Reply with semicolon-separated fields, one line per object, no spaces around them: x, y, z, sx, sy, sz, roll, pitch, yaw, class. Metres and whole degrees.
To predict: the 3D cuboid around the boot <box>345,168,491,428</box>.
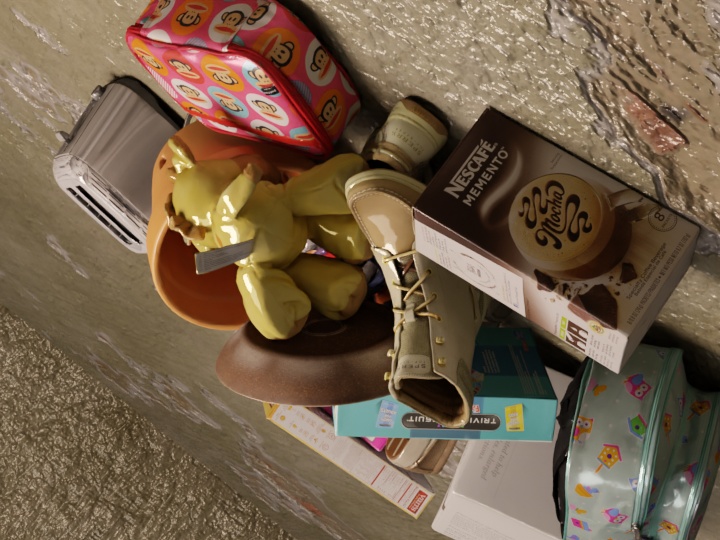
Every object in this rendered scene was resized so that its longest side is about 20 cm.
0.045;0.024;1.360;0.072;0.155;0.200;-15;134;29;boot

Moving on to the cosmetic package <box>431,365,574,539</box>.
0.187;0.212;1.673;0.164;0.166;0.200;23;160;5;cosmetic package

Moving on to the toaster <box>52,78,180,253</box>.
-0.248;-0.108;1.803;0.200;0.129;0.113;44;162;-21;toaster

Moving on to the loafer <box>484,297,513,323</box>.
0.117;-0.010;1.464;0.063;0.072;0.200;17;151;30;loafer

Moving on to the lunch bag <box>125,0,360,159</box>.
-0.100;-0.175;1.451;0.199;0.082;0.176;18;159;40;lunch bag

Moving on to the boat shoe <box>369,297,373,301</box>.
0.073;0.060;1.716;0.200;0.066;0.070;39;162;-4;boat shoe

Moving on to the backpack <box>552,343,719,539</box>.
0.250;0.159;1.461;0.152;0.177;0.200;10;151;22;backpack

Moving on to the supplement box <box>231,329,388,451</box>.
-0.023;0.091;1.729;0.200;0.104;0.101;38;-173;4;supplement box

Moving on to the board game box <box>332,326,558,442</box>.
0.072;0.103;1.501;0.198;0.047;0.151;2;-157;-5;board game box

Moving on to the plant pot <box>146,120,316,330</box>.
-0.125;-0.062;1.597;0.200;0.199;0.140;55;-174;-44;plant pot

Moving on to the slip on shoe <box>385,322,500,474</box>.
0.098;0.119;1.635;0.060;0.201;0.076;26;-174;-21;slip on shoe

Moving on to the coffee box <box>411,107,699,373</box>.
0.153;-0.025;1.281;0.199;0.113;0.080;31;161;17;coffee box

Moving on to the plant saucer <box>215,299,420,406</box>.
-0.032;0.065;1.442;0.200;0.200;0.037;19;120;44;plant saucer

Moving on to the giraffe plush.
-0.099;-0.045;1.427;0.199;0.174;0.162;2;-160;-38;giraffe plush

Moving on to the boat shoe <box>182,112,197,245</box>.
-0.176;-0.096;1.719;0.066;0.072;0.202;35;139;34;boat shoe

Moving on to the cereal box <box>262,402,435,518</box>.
-0.017;0.182;1.742;0.199;0.040;0.144;35;-177;-12;cereal box

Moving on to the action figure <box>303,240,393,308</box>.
0.000;0.000;1.565;0.193;0.105;0.200;31;143;-29;action figure

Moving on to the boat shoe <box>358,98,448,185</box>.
0.026;-0.090;1.440;0.073;0.063;0.200;34;163;6;boat shoe
